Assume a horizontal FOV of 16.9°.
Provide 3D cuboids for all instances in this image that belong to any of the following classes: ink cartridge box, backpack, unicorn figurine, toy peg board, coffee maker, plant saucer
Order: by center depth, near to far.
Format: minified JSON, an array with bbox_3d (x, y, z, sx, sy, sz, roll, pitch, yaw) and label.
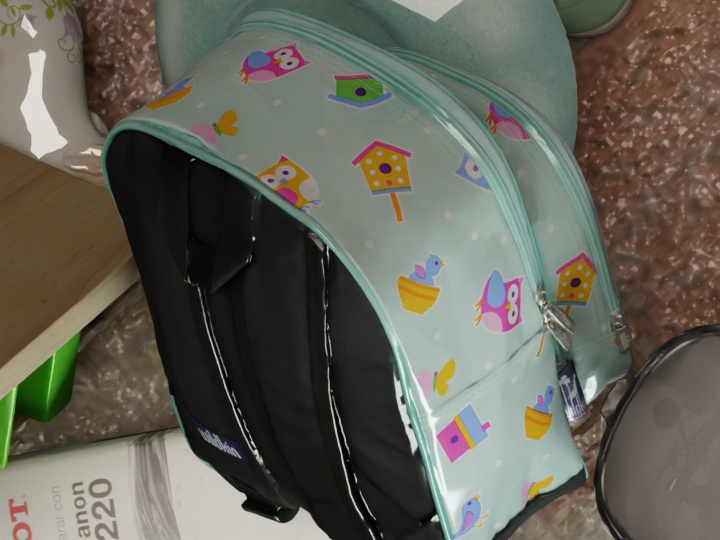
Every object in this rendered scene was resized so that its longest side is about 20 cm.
[{"bbox_3d":[0.000,0.000,0.896,0.153,0.200,0.176,-43,47,-18],"label":"backpack"},{"bbox_3d":[0.193,0.089,0.931,0.192,0.200,0.135,6,90,11],"label":"coffee maker"},{"bbox_3d":[-0.215,0.022,0.976,0.199,0.200,0.098,23,123,15],"label":"toy peg board"},{"bbox_3d":[-0.008,-0.076,1.007,0.201,0.039,0.201,14,122,22],"label":"plant saucer"},{"bbox_3d":[-0.058,0.137,1.039,0.200,0.085,0.146,-11,86,12],"label":"ink cartridge box"},{"bbox_3d":[-0.140,-0.057,1.062,0.137,0.074,0.200,-13,101,28],"label":"unicorn figurine"}]

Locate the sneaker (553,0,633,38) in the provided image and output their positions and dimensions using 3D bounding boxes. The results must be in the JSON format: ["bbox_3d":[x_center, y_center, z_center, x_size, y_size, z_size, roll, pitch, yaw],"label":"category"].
[{"bbox_3d":[0.100,-0.202,1.002,0.074,0.118,0.201,7,89,12],"label":"sneaker"}]
